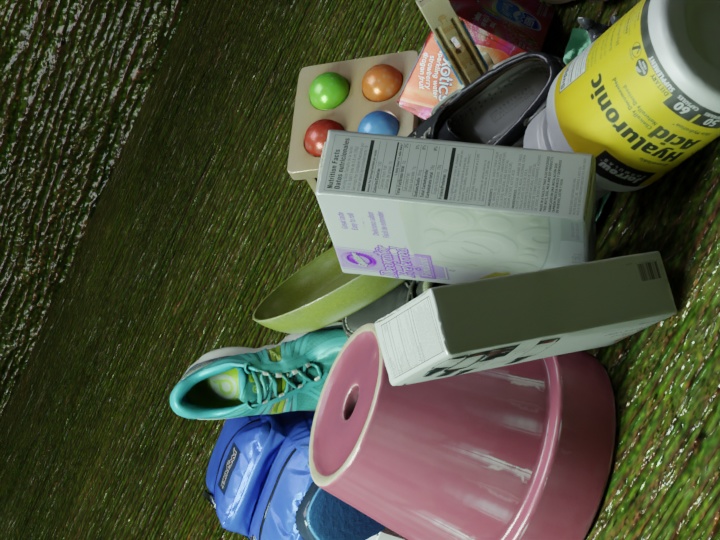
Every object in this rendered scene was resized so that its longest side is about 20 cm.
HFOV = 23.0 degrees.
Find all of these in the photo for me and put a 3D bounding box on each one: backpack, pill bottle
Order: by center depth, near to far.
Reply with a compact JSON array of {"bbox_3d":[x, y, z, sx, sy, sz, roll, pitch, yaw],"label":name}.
[{"bbox_3d":[0.206,-0.125,1.296,0.200,0.111,0.112,-40,34,54],"label":"pill bottle"},{"bbox_3d":[-0.047,0.204,1.603,0.200,0.167,0.164,-132,56,-68],"label":"backpack"}]

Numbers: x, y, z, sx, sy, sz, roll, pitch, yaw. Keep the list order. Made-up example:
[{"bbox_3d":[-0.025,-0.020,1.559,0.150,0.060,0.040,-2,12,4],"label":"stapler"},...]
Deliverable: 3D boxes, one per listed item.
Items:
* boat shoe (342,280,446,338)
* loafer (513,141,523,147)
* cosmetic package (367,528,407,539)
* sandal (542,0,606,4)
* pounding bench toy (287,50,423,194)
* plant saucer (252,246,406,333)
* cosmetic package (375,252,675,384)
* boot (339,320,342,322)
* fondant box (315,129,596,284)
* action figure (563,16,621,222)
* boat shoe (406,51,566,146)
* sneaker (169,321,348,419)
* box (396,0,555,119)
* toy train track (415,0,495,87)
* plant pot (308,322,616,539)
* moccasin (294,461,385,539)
[{"bbox_3d":[0.069,0.021,1.455,0.200,0.066,0.072,-9,63,25],"label":"boat shoe"},{"bbox_3d":[0.111,-0.075,1.567,0.199,0.072,0.063,-20,32,42],"label":"loafer"},{"bbox_3d":[0.007,0.305,1.470,0.201,0.082,0.051,-66,16,11],"label":"cosmetic package"},{"bbox_3d":[0.198,-0.291,1.612,0.070,0.078,0.212,-39,24,-9],"label":"sandal"},{"bbox_3d":[0.015,-0.151,1.725,0.123,0.156,0.201,-7,56,19],"label":"pounding bench toy"},{"bbox_3d":[0.000,0.000,1.503,0.199,0.031,0.200,-30,9,6],"label":"plant saucer"},{"bbox_3d":[0.118,0.034,1.241,0.082,0.199,0.051,-31,71,58],"label":"cosmetic package"},{"bbox_3d":[0.027,0.088,1.560,0.201,0.071,0.145,-36,68,40],"label":"boot"},{"bbox_3d":[0.076,-0.041,1.330,0.144,0.199,0.059,72,-152,-65],"label":"fondant box"},{"bbox_3d":[0.182,-0.106,1.443,0.118,0.054,0.201,8,83,58],"label":"action figure"},{"bbox_3d":[0.082,-0.106,1.415,0.199,0.060,0.074,-32,73,12],"label":"boat shoe"},{"bbox_3d":[-0.073,0.098,1.541,0.080,0.199,0.078,-25,-80,-72],"label":"sneaker"},{"bbox_3d":[0.108,-0.196,1.601,0.100,0.095,0.200,-62,1,23],"label":"box"},{"bbox_3d":[0.088,-0.169,1.448,0.114,0.200,0.033,-31,52,5],"label":"toy train track"},{"bbox_3d":[0.066,0.128,1.331,0.200,0.178,0.201,-55,24,39],"label":"plant pot"},{"bbox_3d":[0.012,0.160,1.436,0.068,0.081,0.200,-12,20,48],"label":"moccasin"}]
